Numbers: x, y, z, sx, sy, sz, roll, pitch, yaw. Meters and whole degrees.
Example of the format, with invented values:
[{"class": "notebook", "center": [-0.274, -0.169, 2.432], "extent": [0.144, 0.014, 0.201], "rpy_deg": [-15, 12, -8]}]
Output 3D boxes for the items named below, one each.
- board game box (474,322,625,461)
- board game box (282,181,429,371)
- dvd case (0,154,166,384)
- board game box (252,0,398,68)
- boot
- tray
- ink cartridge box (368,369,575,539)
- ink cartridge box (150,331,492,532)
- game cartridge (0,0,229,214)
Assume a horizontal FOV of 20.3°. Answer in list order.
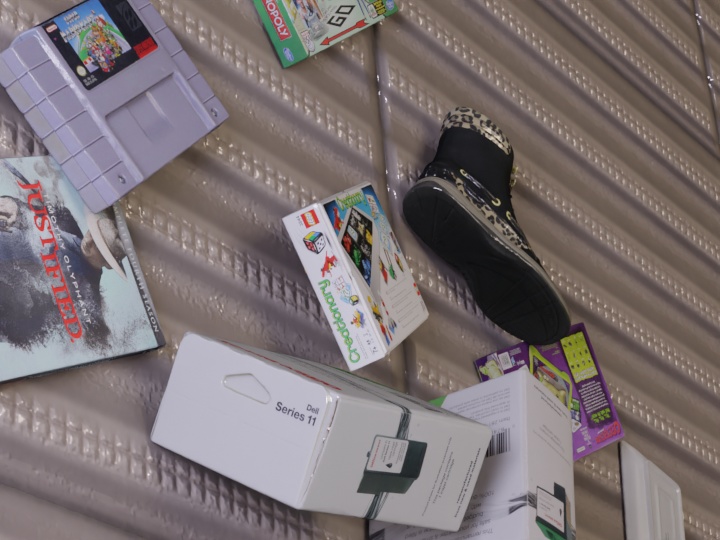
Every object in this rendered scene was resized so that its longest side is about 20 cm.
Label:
[{"class": "board game box", "center": [0.178, 0.120, 1.869], "extent": [0.200, 0.032, 0.121], "rpy_deg": [-12, 77, -60]}, {"class": "board game box", "center": [0.000, 0.000, 1.591], "extent": [0.127, 0.034, 0.200], "rpy_deg": [66, 13, -1]}, {"class": "dvd case", "center": [-0.210, -0.004, 1.307], "extent": [0.200, 0.022, 0.147], "rpy_deg": [-9, 78, -62]}, {"class": "board game box", "center": [-0.043, -0.262, 1.756], "extent": [0.135, 0.029, 0.200], "rpy_deg": [65, 29, -8]}, {"class": "boot", "center": [0.130, -0.044, 1.841], "extent": [0.204, 0.073, 0.154], "rpy_deg": [45, 35, -19]}, {"class": "tray", "center": [0.293, 0.271, 1.967], "extent": [0.107, 0.022, 0.201], "rpy_deg": [40, 39, -42]}, {"class": "ink cartridge box", "center": [0.085, 0.196, 1.541], "extent": [0.084, 0.146, 0.201], "rpy_deg": [41, 39, -41]}, {"class": "ink cartridge box", "center": [-0.026, 0.113, 1.397], "extent": [0.200, 0.146, 0.084], "rpy_deg": [19, 91, -53]}, {"class": "game cartridge", "center": [-0.172, -0.128, 1.419], "extent": [0.130, 0.038, 0.200], "rpy_deg": [59, 27, -9]}]
